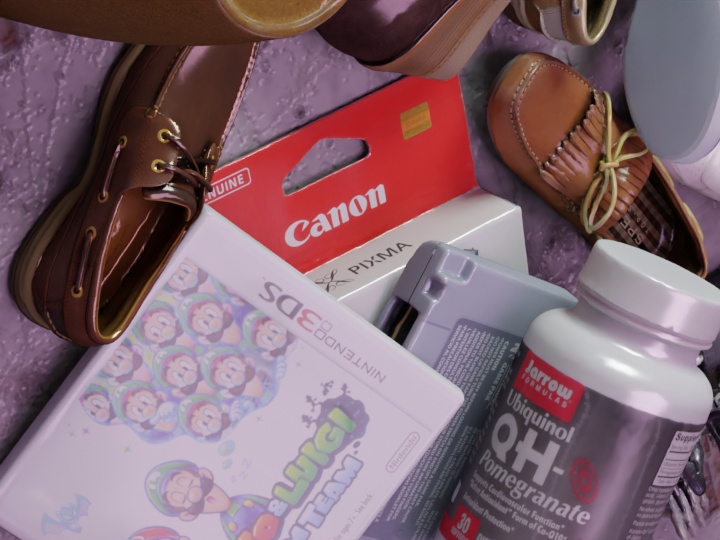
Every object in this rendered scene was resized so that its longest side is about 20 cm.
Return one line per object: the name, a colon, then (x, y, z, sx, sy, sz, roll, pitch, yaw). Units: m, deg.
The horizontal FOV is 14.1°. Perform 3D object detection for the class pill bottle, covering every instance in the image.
pill bottle: (0.126, 0.089, 1.604, 0.111, 0.111, 0.200, 14, 105, -41)

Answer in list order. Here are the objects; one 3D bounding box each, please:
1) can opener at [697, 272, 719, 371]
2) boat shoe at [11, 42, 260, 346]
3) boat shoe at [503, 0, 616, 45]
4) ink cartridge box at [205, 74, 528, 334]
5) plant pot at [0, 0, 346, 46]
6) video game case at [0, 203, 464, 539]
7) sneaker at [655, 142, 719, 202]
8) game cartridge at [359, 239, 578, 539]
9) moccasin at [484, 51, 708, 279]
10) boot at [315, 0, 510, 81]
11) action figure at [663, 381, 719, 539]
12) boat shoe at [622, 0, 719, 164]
can opener: (0.204, 0.030, 1.778, 0.200, 0.053, 0.067, -28, 124, -26)
boat shoe: (-0.102, -0.050, 1.490, 0.072, 0.068, 0.200, 29, 90, -42)
boat shoe: (0.143, -0.220, 1.603, 0.072, 0.076, 0.200, 3, 107, -39)
ink cartridge box: (0.000, 0.000, 1.610, 0.200, 0.045, 0.176, -28, 125, -27)
plant pot: (-0.088, -0.178, 1.358, 0.186, 0.200, 0.187, -17, 120, -32)
video game case: (-0.073, 0.095, 1.548, 0.182, 0.024, 0.200, 36, 94, -20)
sneaker: (0.249, -0.064, 1.741, 0.200, 0.100, 0.075, 23, 97, -41)
game cartridge: (0.041, 0.088, 1.632, 0.133, 0.040, 0.200, 21, 100, -42)
moccasin: (0.138, -0.053, 1.670, 0.074, 0.078, 0.201, -49, 131, -15)
boot: (0.034, -0.203, 1.526, 0.166, 0.072, 0.200, 24, 97, -44)
action figure: (0.228, 0.113, 1.763, 0.200, 0.119, 0.102, -12, 90, -68)
boat shoe: (0.198, -0.158, 1.657, 0.086, 0.075, 0.202, 7, 78, -48)
